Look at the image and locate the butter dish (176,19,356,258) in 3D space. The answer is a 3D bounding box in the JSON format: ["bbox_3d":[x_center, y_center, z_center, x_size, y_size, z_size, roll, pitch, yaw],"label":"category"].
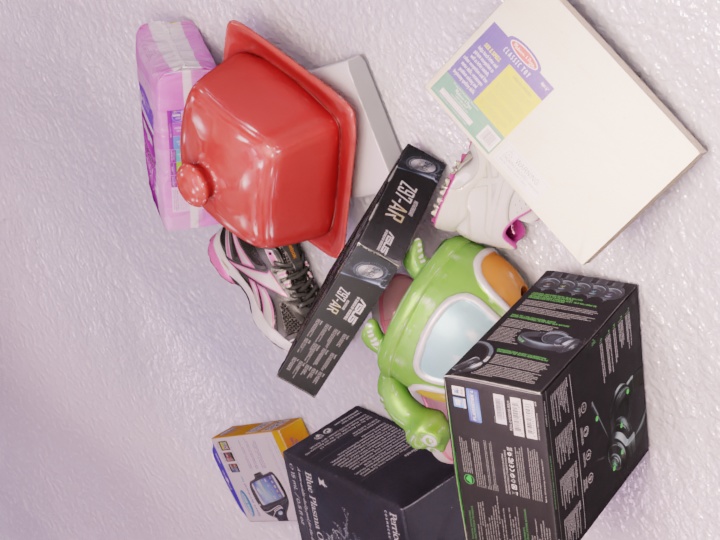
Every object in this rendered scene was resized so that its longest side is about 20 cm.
[{"bbox_3d":[-0.113,-0.107,1.643,0.200,0.148,0.200,39,142,31],"label":"butter dish"}]

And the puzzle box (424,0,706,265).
[{"bbox_3d":[0.160,-0.122,1.343,0.133,0.025,0.200,-45,77,23],"label":"puzzle box"}]

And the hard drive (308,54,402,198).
[{"bbox_3d":[-0.037,-0.133,1.679,0.200,0.027,0.132,-7,108,56],"label":"hard drive"}]

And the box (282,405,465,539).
[{"bbox_3d":[0.035,0.277,1.798,0.200,0.117,0.197,18,127,46],"label":"box"}]

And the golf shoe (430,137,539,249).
[{"bbox_3d":[0.132,-0.096,1.449,0.091,0.075,0.200,29,138,5],"label":"golf shoe"}]

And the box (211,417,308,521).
[{"bbox_3d":[-0.109,0.244,2.047,0.200,0.041,0.119,-13,103,59],"label":"box"}]

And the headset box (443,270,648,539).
[{"bbox_3d":[0.166,0.118,1.432,0.093,0.200,0.174,10,123,32],"label":"headset box"}]

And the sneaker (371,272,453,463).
[{"bbox_3d":[0.089,0.088,1.628,0.105,0.075,0.201,-16,99,50],"label":"sneaker"}]

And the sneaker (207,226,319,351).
[{"bbox_3d":[-0.086,0.007,1.807,0.200,0.080,0.086,43,133,18],"label":"sneaker"}]

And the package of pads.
[{"bbox_3d":[-0.193,-0.156,1.806,0.121,0.076,0.200,-114,20,-51],"label":"package of pads"}]

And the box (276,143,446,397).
[{"bbox_3d":[0.000,0.000,1.571,0.043,0.160,0.200,29,131,-3],"label":"box"}]

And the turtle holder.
[{"bbox_3d":[0.081,0.066,1.523,0.132,0.186,0.141,31,170,16],"label":"turtle holder"}]
